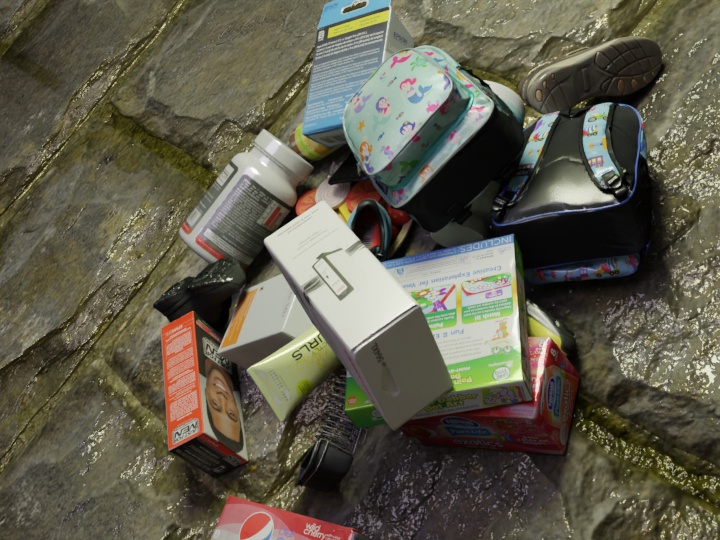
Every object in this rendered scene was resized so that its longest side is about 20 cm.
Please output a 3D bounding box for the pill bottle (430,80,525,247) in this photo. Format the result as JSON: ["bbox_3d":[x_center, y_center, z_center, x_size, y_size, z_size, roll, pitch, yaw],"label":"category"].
[{"bbox_3d":[0.140,-0.129,1.294,0.110,0.111,0.201,-2,64,34],"label":"pill bottle"}]

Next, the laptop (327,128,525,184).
[{"bbox_3d":[0.091,-0.155,1.417,0.187,0.116,0.200,-51,24,-21],"label":"laptop"}]

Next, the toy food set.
[{"bbox_3d":[-0.015,-0.070,1.449,0.200,0.049,0.198,-39,45,6],"label":"toy food set"}]

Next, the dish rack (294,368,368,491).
[{"bbox_3d":[-0.015,0.161,1.224,0.054,0.153,0.201,21,66,-3],"label":"dish rack"}]

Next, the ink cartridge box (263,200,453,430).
[{"bbox_3d":[-0.002,0.045,1.067,0.084,0.146,0.200,-34,47,-8],"label":"ink cartridge box"}]

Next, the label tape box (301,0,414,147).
[{"bbox_3d":[0.001,-0.280,1.418,0.143,0.066,0.201,-5,70,43],"label":"label tape box"}]

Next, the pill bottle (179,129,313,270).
[{"bbox_3d":[-0.165,-0.099,1.514,0.200,0.116,0.116,-52,45,4],"label":"pill bottle"}]

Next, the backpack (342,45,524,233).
[{"bbox_3d":[0.071,-0.167,1.197,0.178,0.150,0.200,-46,37,15],"label":"backpack"}]

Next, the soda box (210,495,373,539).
[{"bbox_3d":[-0.080,0.323,1.204,0.199,0.063,0.070,4,62,38],"label":"soda box"}]

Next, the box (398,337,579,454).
[{"bbox_3d":[0.132,0.138,1.161,0.199,0.096,0.100,-2,57,35],"label":"box"}]

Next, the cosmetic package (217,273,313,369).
[{"bbox_3d":[-0.103,0.067,1.345,0.200,0.071,0.102,-22,43,56],"label":"cosmetic package"}]

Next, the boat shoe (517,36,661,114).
[{"bbox_3d":[0.289,-0.256,1.311,0.199,0.075,0.073,-17,27,-17],"label":"boat shoe"}]

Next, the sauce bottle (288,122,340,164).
[{"bbox_3d":[-0.026,-0.222,1.514,0.200,0.065,0.065,-29,43,44],"label":"sauce bottle"}]

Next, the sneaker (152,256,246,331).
[{"bbox_3d":[-0.212,0.043,1.460,0.076,0.091,0.200,-44,13,-37],"label":"sneaker"}]

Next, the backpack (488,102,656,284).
[{"bbox_3d":[0.258,-0.100,1.216,0.182,0.135,0.201,-9,41,29],"label":"backpack"}]

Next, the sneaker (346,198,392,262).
[{"bbox_3d":[0.000,0.000,1.327,0.078,0.090,0.201,0,76,4],"label":"sneaker"}]

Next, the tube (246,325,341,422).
[{"bbox_3d":[-0.040,0.091,1.232,0.200,0.052,0.058,-37,66,-24],"label":"tube"}]

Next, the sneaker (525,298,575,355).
[{"bbox_3d":[0.165,0.072,1.210,0.200,0.078,0.091,24,83,49],"label":"sneaker"}]

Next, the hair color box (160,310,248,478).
[{"bbox_3d":[-0.211,0.165,1.385,0.061,0.102,0.201,-27,48,17],"label":"hair color box"}]

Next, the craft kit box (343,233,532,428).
[{"bbox_3d":[0.084,0.065,1.136,0.199,0.049,0.198,-12,46,19],"label":"craft kit box"}]
